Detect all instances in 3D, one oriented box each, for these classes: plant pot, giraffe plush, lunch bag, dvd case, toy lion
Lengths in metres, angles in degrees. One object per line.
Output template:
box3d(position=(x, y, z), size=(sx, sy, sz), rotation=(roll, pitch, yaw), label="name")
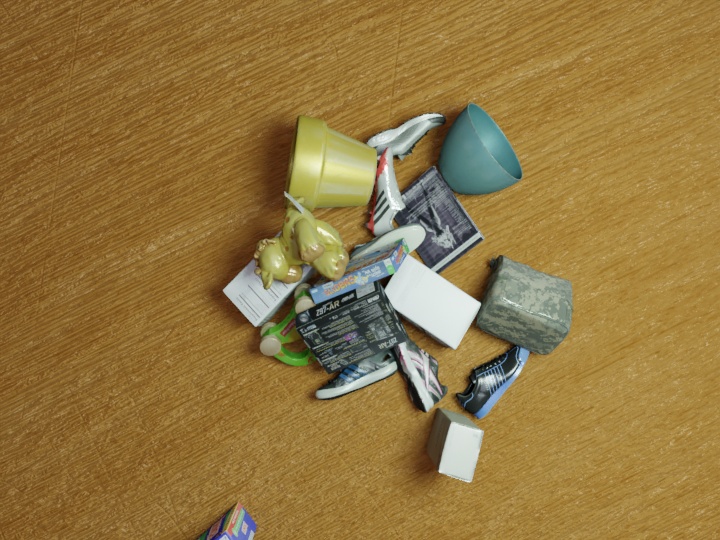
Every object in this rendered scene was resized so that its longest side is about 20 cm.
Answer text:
box3d(position=(-0.066, -0.225, 1.335), size=(0.183, 0.200, 0.207), rotation=(9, 84, -12), label="plant pot")
box3d(position=(-0.140, -0.036, 1.226), size=(0.161, 0.173, 0.200), rotation=(-40, 103, 17), label="giraffe plush")
box3d(position=(0.370, 0.065, 1.327), size=(0.195, 0.141, 0.170), rotation=(21, 55, 3), label="lunch bag")
box3d(position=(0.170, -0.111, 1.372), size=(0.148, 0.016, 0.202), rotation=(-37, 84, 26), label="dvd case")
box3d(position=(-0.100, 0.139, 1.335), size=(0.190, 0.069, 0.200), rotation=(37, 108, -25), label="toy lion")
box3d(position=(0.253, -0.250, 1.347), size=(0.134, 0.199, 0.203), rotation=(-35, 85, 30), label="plant pot")

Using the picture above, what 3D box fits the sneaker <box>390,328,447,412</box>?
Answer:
box3d(position=(0.130, 0.211, 1.355), size=(0.085, 0.080, 0.205), rotation=(-22, 87, -21), label="sneaker")

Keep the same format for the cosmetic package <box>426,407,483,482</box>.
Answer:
box3d(position=(0.196, 0.363, 1.267), size=(0.071, 0.200, 0.107), rotation=(16, 84, 1), label="cosmetic package")

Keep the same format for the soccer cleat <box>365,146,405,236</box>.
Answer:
box3d(position=(0.066, -0.176, 1.367), size=(0.083, 0.069, 0.206), rotation=(12, 102, 12), label="soccer cleat")

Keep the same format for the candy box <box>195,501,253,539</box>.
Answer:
box3d(position=(-0.322, 0.607, 1.259), size=(0.198, 0.169, 0.078), rotation=(-39, 89, -4), label="candy box")

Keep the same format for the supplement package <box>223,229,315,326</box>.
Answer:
box3d(position=(-0.194, 0.016, 1.343), size=(0.110, 0.114, 0.200), rotation=(45, 85, 3), label="supplement package")

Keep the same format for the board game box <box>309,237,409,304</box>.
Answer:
box3d(position=(0.000, 0.000, 1.267), size=(0.196, 0.136, 0.035), rotation=(-22, 103, 22), label="board game box")

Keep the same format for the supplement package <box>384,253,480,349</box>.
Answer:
box3d(position=(0.151, 0.071, 1.337), size=(0.197, 0.117, 0.119), rotation=(33, 85, 4), label="supplement package")

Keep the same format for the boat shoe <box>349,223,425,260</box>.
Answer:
box3d(position=(0.057, -0.063, 1.342), size=(0.197, 0.063, 0.073), rotation=(-28, 128, 27), label="boat shoe")

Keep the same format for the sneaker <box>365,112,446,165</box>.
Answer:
box3d(position=(0.112, -0.309, 1.402), size=(0.196, 0.074, 0.081), rotation=(-25, 94, 4), label="sneaker")

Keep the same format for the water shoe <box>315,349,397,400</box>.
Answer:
box3d(position=(-0.016, 0.229, 1.351), size=(0.195, 0.072, 0.081), rotation=(-20, 76, -8), label="water shoe")

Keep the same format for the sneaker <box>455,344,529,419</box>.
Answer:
box3d(position=(0.297, 0.233, 1.345), size=(0.077, 0.070, 0.201), rotation=(38, 86, -1), label="sneaker")

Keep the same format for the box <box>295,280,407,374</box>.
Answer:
box3d(position=(-0.018, 0.123, 1.272), size=(0.196, 0.044, 0.162), rotation=(-25, 127, 10), label="box")
